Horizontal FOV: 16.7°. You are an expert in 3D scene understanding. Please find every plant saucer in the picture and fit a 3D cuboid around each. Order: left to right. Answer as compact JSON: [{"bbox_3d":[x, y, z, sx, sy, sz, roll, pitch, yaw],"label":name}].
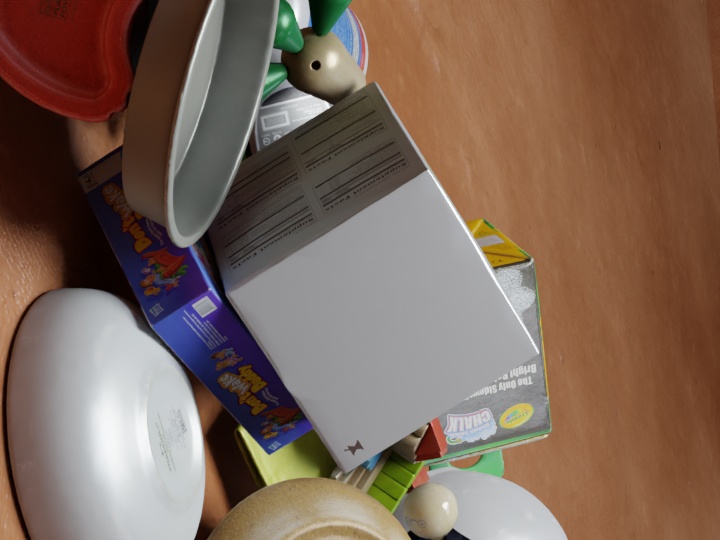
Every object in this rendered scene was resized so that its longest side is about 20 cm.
[{"bbox_3d":[-0.025,0.240,1.651,0.199,0.035,0.202,4,83,-33],"label":"plant saucer"}]

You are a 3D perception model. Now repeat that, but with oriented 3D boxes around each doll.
[{"bbox_3d":[0.074,0.241,1.762,0.048,0.136,0.201,-31,115,-34],"label":"doll"}]

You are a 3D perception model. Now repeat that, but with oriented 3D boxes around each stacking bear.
[{"bbox_3d":[-0.164,-0.156,1.512,0.200,0.113,0.122,-12,117,-83],"label":"stacking bear"}]

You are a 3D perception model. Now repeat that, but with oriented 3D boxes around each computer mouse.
[{"bbox_3d":[-0.040,-0.039,1.757,0.044,0.109,0.201,5,-73,64],"label":"computer mouse"}]

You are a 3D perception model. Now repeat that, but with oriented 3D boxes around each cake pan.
[{"bbox_3d":[-0.096,-0.115,1.480,0.200,0.037,0.201,16,90,-81],"label":"cake pan"}]

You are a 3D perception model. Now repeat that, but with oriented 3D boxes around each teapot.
[{"bbox_3d":[0.056,0.224,1.922,0.146,0.197,0.200,49,-20,26],"label":"teapot"}]

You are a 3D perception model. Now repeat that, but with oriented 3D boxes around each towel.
[{"bbox_3d":[-0.023,0.094,1.782,0.200,0.018,0.086,-46,119,-44],"label":"towel"}]

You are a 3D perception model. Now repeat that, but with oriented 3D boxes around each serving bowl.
[{"bbox_3d":[-0.143,0.105,1.506,0.200,0.065,0.201,-10,90,-73],"label":"serving bowl"}]

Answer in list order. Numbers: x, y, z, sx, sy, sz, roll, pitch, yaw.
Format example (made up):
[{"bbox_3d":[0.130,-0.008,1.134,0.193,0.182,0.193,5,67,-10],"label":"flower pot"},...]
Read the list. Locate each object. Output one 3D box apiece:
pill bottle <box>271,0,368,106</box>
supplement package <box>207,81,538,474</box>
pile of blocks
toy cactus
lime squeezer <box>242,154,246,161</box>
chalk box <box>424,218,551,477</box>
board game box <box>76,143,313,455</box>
[{"bbox_3d":[-0.076,-0.175,1.773,0.200,0.112,0.113,30,53,-68],"label":"pill bottle"},{"bbox_3d":[0.000,0.000,1.614,0.152,0.150,0.200,58,3,-22],"label":"supplement package"},{"bbox_3d":[0.026,0.130,1.752,0.082,0.062,0.200,-52,166,-23],"label":"pile of blocks"},{"bbox_3d":[-0.057,-0.158,1.644,0.200,0.102,0.165,-55,142,0],"label":"toy cactus"},{"bbox_3d":[-0.074,-0.047,1.800,0.201,0.070,0.038,-63,168,-13],"label":"lime squeezer"},{"bbox_3d":[0.075,0.078,1.999,0.124,0.124,0.201,-135,-144,-66],"label":"chalk box"},{"bbox_3d":[-0.103,0.020,1.608,0.135,0.045,0.200,61,4,35],"label":"board game box"}]
